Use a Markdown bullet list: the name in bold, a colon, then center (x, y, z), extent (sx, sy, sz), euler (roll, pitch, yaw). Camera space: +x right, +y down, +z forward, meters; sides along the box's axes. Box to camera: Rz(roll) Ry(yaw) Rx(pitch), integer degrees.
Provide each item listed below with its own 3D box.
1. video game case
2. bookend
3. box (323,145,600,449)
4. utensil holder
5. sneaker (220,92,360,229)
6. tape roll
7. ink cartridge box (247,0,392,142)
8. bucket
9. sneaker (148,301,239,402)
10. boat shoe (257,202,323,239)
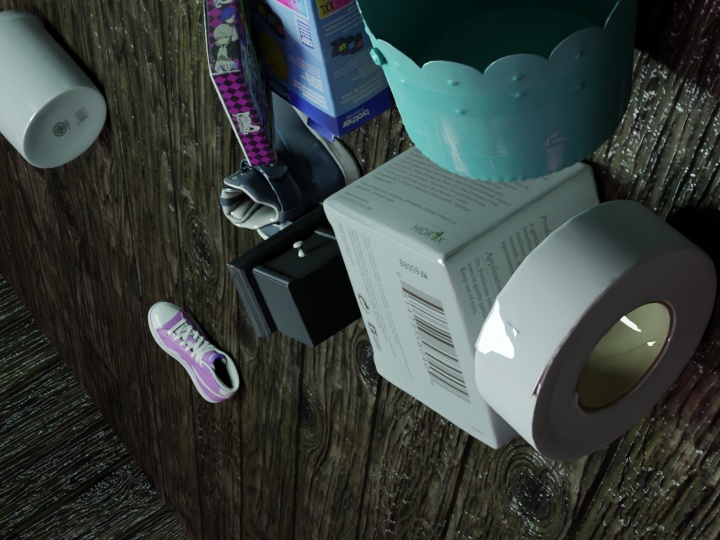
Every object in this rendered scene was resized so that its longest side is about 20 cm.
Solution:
- **video game case**: center (-0.123, -0.232, 1.495), extent (0.200, 0.035, 0.184), euler (72, -169, -66)
- **bookend**: center (0.000, 0.000, 1.482), extent (0.198, 0.199, 0.093), euler (21, 138, 58)
- **box**: center (0.104, 0.005, 1.294), extent (0.199, 0.170, 0.201), euler (29, 145, 52)
- **utensil holder**: center (-0.519, -0.283, 2.302), extent (0.200, 0.169, 0.171), euler (46, 156, 26)
- **sneaker**: center (-0.115, -0.133, 1.637), extent (0.202, 0.145, 0.077), euler (46, 158, 32)
- **tape roll**: center (0.183, 0.048, 1.136), extent (0.071, 0.201, 0.204), euler (43, 154, 35)
- **ink cartridge box**: center (-0.042, -0.227, 1.450), extent (0.136, 0.076, 0.202), euler (38, 152, 43)
- **bucket**: center (0.102, -0.174, 1.034), extent (0.207, 0.206, 0.135), euler (43, 162, 34)
- **sneaker**: center (-0.270, 0.126, 2.437), extent (0.201, 0.073, 0.114), euler (50, 155, -5)
- **boat shoe**: center (-0.066, -0.062, 1.717), extent (0.199, 0.075, 0.062), euler (24, 142, 54)
